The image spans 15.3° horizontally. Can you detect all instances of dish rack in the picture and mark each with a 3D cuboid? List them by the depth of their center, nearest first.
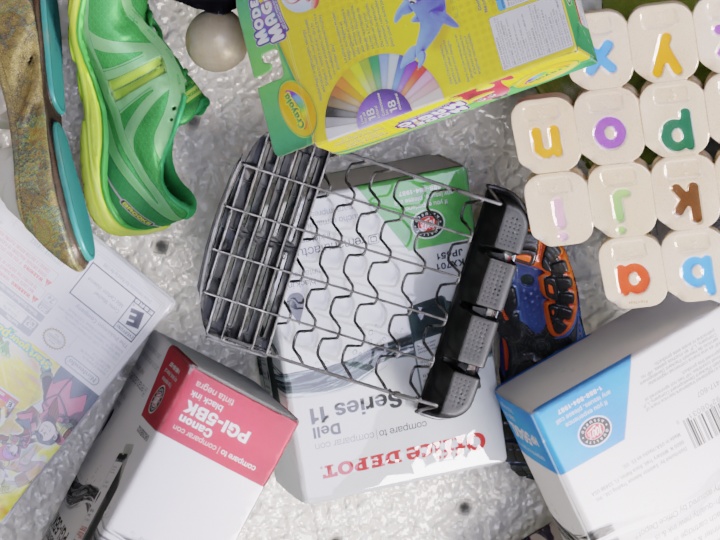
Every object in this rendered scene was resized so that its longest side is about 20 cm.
[{"bbox_3d":[0.000,0.000,1.668,0.199,0.055,0.154,17,91,-13],"label":"dish rack"}]

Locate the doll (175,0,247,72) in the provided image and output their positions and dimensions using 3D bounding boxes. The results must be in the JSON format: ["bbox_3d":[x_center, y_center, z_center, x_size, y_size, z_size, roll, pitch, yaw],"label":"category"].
[{"bbox_3d":[-0.080,-0.222,1.643,0.135,0.048,0.202,2,98,-17],"label":"doll"}]

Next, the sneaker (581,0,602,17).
[{"bbox_3d":[0.058,-0.183,1.674,0.085,0.199,0.078,34,71,-48],"label":"sneaker"}]

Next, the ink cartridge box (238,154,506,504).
[{"bbox_3d":[0.006,0.038,1.744,0.146,0.083,0.202,-12,101,-12],"label":"ink cartridge box"}]

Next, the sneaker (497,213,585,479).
[{"bbox_3d":[0.124,0.050,1.784,0.075,0.079,0.201,-1,116,8],"label":"sneaker"}]

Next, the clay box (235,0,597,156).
[{"bbox_3d":[0.030,-0.147,1.599,0.199,0.048,0.116,-19,78,20],"label":"clay box"}]

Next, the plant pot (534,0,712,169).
[{"bbox_3d":[0.197,-0.161,1.723,0.192,0.200,0.201,-34,105,5],"label":"plant pot"}]

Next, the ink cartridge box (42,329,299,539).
[{"bbox_3d":[-0.132,0.152,1.692,0.083,0.147,0.201,28,90,-16],"label":"ink cartridge box"}]

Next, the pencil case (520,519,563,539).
[{"bbox_3d":[0.185,0.188,1.813,0.199,0.078,0.090,-28,62,-9],"label":"pencil case"}]

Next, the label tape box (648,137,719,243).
[{"bbox_3d":[0.270,-0.042,1.729,0.142,0.200,0.067,4,71,-27],"label":"label tape box"}]

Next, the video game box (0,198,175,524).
[{"bbox_3d":[-0.249,0.028,1.696,0.200,0.047,0.183,40,84,-16],"label":"video game box"}]

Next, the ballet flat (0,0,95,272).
[{"bbox_3d":[-0.208,-0.086,1.649,0.070,0.071,0.201,-6,69,-14],"label":"ballet flat"}]

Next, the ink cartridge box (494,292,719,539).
[{"bbox_3d":[0.196,0.135,1.721,0.145,0.084,0.201,-28,105,-11],"label":"ink cartridge box"}]

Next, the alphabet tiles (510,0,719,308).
[{"bbox_3d":[0.195,-0.073,1.638,0.198,0.015,0.197,-7,113,13],"label":"alphabet tiles"}]

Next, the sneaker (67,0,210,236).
[{"bbox_3d":[-0.136,-0.122,1.682,0.083,0.074,0.202,-1,108,10],"label":"sneaker"}]
